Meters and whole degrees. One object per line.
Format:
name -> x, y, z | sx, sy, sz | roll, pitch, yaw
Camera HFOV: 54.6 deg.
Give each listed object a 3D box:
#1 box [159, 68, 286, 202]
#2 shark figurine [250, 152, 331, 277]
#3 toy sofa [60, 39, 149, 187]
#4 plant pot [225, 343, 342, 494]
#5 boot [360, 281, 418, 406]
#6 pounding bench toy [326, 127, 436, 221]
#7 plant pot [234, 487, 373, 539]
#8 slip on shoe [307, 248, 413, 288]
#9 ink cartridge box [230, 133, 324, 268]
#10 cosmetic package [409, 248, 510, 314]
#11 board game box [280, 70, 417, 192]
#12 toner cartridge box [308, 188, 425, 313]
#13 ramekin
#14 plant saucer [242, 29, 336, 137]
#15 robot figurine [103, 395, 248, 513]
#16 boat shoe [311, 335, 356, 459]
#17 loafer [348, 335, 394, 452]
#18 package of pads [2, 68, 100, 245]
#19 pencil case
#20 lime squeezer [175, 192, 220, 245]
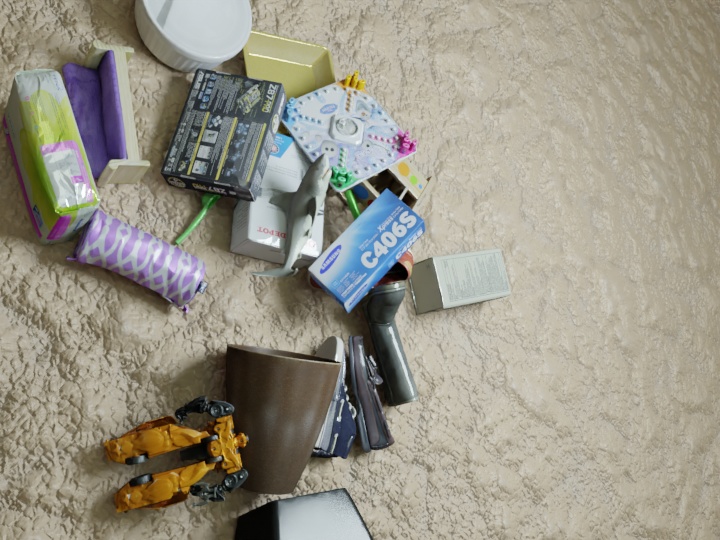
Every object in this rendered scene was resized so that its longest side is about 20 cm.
box -> -0.222, -0.226, 1.148 | 0.156, 0.049, 0.206 | 10, 70, 10
shark figurine -> -0.114, -0.082, 1.137 | 0.087, 0.128, 0.220 | 20, 82, -1
toy sofa -> -0.392, -0.238, 1.070 | 0.095, 0.082, 0.206 | -4, 79, -36
plant pot -> -0.131, 0.230, 1.079 | 0.183, 0.185, 0.207 | 11, 85, -32
boot -> 0.058, 0.133, 1.234 | 0.070, 0.182, 0.206 | -8, 77, -12
pounding bench toy -> 0.017, -0.138, 1.304 | 0.156, 0.123, 0.202 | 43, 57, -17
plant pot -> -0.089, 0.435, 1.036 | 0.195, 0.199, 0.182 | 1, 64, -34
slip on shoe -> 0.000, 0.000, 1.236 | 0.062, 0.193, 0.076 | -95, 176, -55
ink cartridge box -> -0.141, -0.122, 1.213 | 0.142, 0.083, 0.206 | 13, 69, -32
cosmetic package -> 0.201, 0.021, 1.412 | 0.196, 0.086, 0.107 | -6, 81, -37
board game box -> -0.022, -0.255, 1.242 | 0.197, 0.026, 0.201 | -30, 72, -31
toner cartridge box -> 0.012, -0.036, 1.194 | 0.095, 0.043, 0.200 | 39, 79, 22
ramekin -> -0.292, -0.435, 1.189 | 0.198, 0.093, 0.209 | 10, 71, -33
plant saucer -> -0.132, -0.329, 1.294 | 0.196, 0.048, 0.206 | 0, 73, -38
robot figurine -> -0.255, 0.264, 0.993 | 0.194, 0.058, 0.150 | -12, 84, -11
boat shoe -> -0.045, 0.223, 1.199 | 0.092, 0.074, 0.206 | 28, 69, -34
loafer -> 0.018, 0.213, 1.230 | 0.061, 0.072, 0.207 | -8, 87, 3
package of pads -> -0.434, -0.155, 0.971 | 0.067, 0.153, 0.206 | -17, 86, -36
pencil case -> -0.331, -0.013, 1.054 | 0.197, 0.084, 0.087 | 29, 85, -24
lime squeezer -> -0.261, -0.136, 1.162 | 0.069, 0.037, 0.206 | 14, 70, -31
